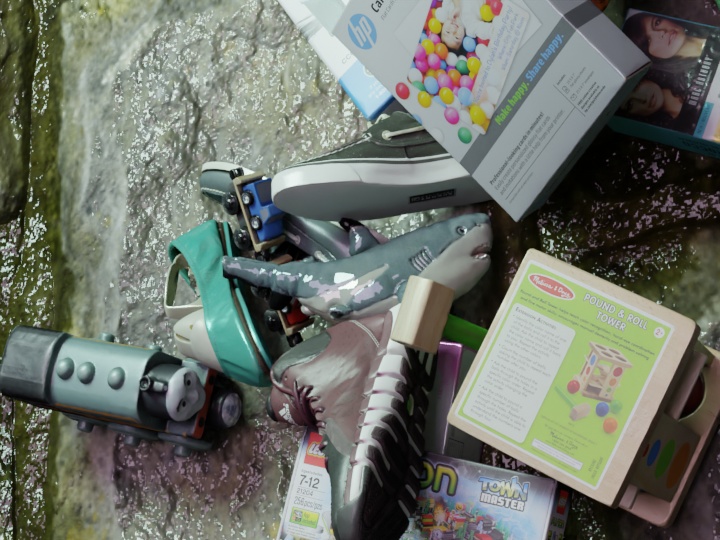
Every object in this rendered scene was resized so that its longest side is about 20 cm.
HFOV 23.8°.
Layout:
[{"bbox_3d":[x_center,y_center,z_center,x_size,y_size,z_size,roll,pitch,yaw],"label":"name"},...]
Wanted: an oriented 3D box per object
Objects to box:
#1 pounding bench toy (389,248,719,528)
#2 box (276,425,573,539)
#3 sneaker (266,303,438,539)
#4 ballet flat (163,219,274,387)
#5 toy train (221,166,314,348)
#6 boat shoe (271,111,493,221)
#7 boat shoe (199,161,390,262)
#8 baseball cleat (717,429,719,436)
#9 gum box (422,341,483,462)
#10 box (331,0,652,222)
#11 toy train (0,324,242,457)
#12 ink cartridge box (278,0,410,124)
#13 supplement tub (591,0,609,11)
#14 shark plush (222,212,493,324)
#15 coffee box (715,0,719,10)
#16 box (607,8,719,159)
[{"bbox_3d":[0.132,0.069,1.150,0.199,0.156,0.125,25,88,28],"label":"pounding bench toy"},{"bbox_3d":[0.039,0.179,1.171,0.198,0.035,0.111,9,81,29],"label":"box"},{"bbox_3d":[-0.018,0.112,1.160,0.114,0.076,0.201,-8,41,24],"label":"sneaker"},{"bbox_3d":[-0.115,0.034,1.329,0.070,0.068,0.201,-22,37,-1],"label":"ballet flat"},{"bbox_3d":[-0.057,0.015,1.306,0.046,0.034,0.202,-18,93,42],"label":"toy train"},{"bbox_3d":[0.029,-0.082,1.278,0.197,0.071,0.064,-6,68,-9],"label":"boat shoe"},{"bbox_3d":[-0.057,-0.029,1.344,0.199,0.073,0.062,25,85,28],"label":"boat shoe"},{"bbox_3d":[0.305,0.039,1.095,0.070,0.106,0.201,38,101,19],"label":"baseball cleat"},{"bbox_3d":[0.021,0.152,1.248,0.112,0.066,0.203,5,78,30],"label":"gum box"},{"bbox_3d":[0.087,-0.157,1.195,0.200,0.041,0.156,48,135,11],"label":"box"},{"bbox_3d":[-0.193,0.092,1.361,0.198,0.114,0.086,9,81,32],"label":"toy train"},{"bbox_3d":[0.023,-0.220,1.346,0.146,0.086,0.201,-43,61,12],"label":"ink cartridge box"},{"bbox_3d":[0.170,-0.283,1.234,0.121,0.123,0.201,16,69,32],"label":"supplement tub"},{"bbox_3d":[0.000,0.000,1.273,0.197,0.091,0.084,-2,82,19],"label":"shark plush"},{"bbox_3d":[0.304,-0.200,1.163,0.122,0.044,0.201,-23,51,8],"label":"coffee box"},{"bbox_3d":[0.269,-0.120,1.196,0.198,0.049,0.083,19,85,32],"label":"box"}]
